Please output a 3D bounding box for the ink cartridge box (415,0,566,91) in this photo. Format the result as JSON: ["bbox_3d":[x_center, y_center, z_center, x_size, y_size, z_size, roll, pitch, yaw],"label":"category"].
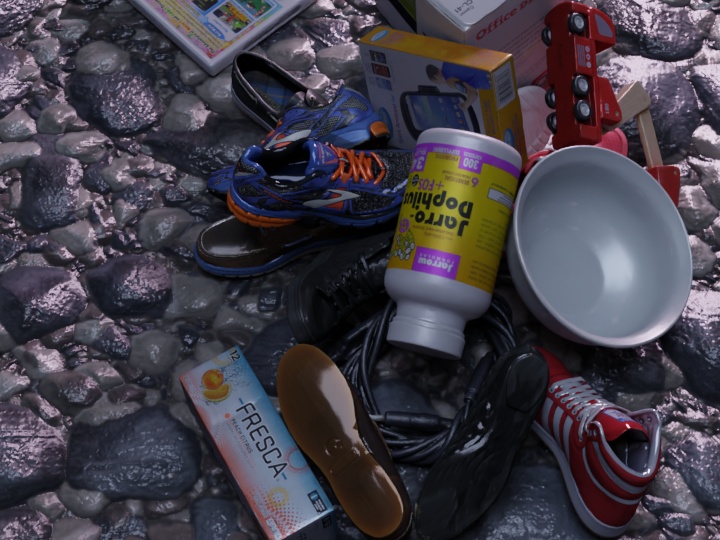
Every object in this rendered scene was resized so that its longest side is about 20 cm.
[{"bbox_3d":[0.136,-0.242,1.632,0.147,0.201,0.086,-37,61,-19],"label":"ink cartridge box"}]

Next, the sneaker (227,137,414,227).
[{"bbox_3d":[-0.031,-0.089,1.527,0.197,0.079,0.076,-8,55,-7],"label":"sneaker"}]

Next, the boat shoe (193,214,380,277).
[{"bbox_3d":[-0.076,-0.053,1.603,0.197,0.073,0.073,-15,57,-6],"label":"boat shoe"}]

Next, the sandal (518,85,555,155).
[{"bbox_3d":[0.128,-0.121,1.637,0.049,0.083,0.203,17,55,45],"label":"sandal"}]

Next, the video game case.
[{"bbox_3d":[-0.165,-0.334,1.821,0.182,0.024,0.200,-39,63,-19],"label":"video game case"}]

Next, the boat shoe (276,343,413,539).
[{"bbox_3d":[-0.014,0.162,1.451,0.070,0.070,0.202,-30,70,8],"label":"boat shoe"}]

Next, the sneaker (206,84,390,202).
[{"bbox_3d":[-0.068,-0.125,1.627,0.198,0.075,0.079,-23,72,6],"label":"sneaker"}]

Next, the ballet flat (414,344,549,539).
[{"bbox_3d":[0.113,0.160,1.442,0.066,0.057,0.201,32,90,-3],"label":"ballet flat"}]

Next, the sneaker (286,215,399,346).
[{"bbox_3d":[0.001,0.003,1.529,0.103,0.061,0.200,-16,19,21],"label":"sneaker"}]

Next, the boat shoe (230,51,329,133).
[{"bbox_3d":[-0.067,-0.166,1.685,0.199,0.057,0.069,35,66,24],"label":"boat shoe"}]

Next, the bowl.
[{"bbox_3d":[0.215,-0.010,1.523,0.198,0.090,0.204,9,67,-21],"label":"bowl"}]

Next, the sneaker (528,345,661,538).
[{"bbox_3d":[0.206,0.129,1.433,0.070,0.113,0.201,-12,57,-26],"label":"sneaker"}]

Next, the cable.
[{"bbox_3d":[0.072,0.091,1.513,0.199,0.051,0.164,-32,61,-16],"label":"cable"}]

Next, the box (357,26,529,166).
[{"bbox_3d":[0.073,-0.171,1.571,0.198,0.120,0.041,17,43,39],"label":"box"}]

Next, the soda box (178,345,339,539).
[{"bbox_3d":[-0.095,0.172,1.466,0.068,0.064,0.201,-26,60,-12],"label":"soda box"}]

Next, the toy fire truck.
[{"bbox_3d":[0.253,-0.162,1.590,0.140,0.049,0.203,8,73,-35],"label":"toy fire truck"}]

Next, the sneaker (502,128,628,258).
[{"bbox_3d":[0.201,-0.093,1.599,0.199,0.087,0.074,-37,63,-19],"label":"sneaker"}]

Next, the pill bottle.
[{"bbox_3d":[0.082,-0.023,1.475,0.103,0.104,0.203,12,83,12],"label":"pill bottle"}]

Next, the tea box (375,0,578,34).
[{"bbox_3d":[0.124,-0.352,1.707,0.198,0.198,0.134,-28,59,-14],"label":"tea box"}]
